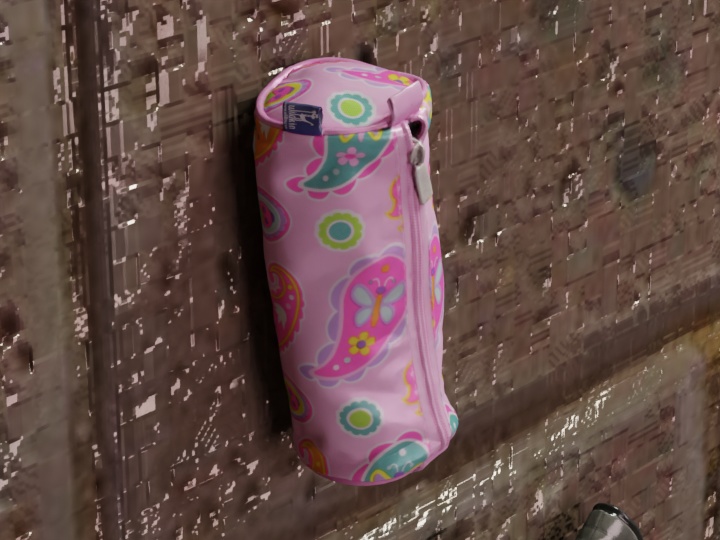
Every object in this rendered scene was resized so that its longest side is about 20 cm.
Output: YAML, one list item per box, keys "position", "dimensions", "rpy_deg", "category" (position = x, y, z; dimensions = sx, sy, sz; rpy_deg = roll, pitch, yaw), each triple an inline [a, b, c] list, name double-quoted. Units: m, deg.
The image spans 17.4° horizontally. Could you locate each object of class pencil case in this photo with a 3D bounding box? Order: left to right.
- position: [0.000, 0.000, 1.097]
  dimensions: [0.087, 0.087, 0.200]
  rpy_deg: [-30, 127, -40]
  category: "pencil case"

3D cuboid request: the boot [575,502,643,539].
- position: [0.109, 0.178, 1.323]
  dimensions: [0.131, 0.068, 0.200]
  rpy_deg: [-55, 146, -28]
  category: "boot"
